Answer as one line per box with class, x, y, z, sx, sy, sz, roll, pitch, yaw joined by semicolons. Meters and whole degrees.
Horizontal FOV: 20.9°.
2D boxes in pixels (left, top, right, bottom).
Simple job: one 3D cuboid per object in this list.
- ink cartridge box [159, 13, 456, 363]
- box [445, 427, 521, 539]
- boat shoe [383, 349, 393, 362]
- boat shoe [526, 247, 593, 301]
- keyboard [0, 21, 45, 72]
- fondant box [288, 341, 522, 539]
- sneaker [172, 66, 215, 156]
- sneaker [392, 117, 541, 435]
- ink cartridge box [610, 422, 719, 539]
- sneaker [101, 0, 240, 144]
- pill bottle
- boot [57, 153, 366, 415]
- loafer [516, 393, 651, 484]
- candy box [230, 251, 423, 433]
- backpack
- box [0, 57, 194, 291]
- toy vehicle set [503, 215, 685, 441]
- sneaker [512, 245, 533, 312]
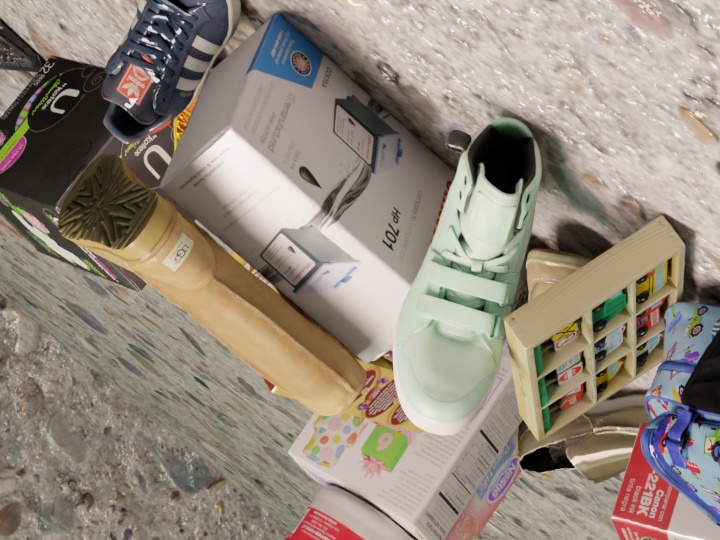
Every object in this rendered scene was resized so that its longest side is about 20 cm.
ink cartridge box;-0.027;-0.057;1.366;0.200;0.147;0.086;39;127;-19
box;0.079;0.151;1.707;0.102;0.201;0.095;21;158;41
boat shoe;0.000;0.000;1.502;0.200;0.072;0.076;45;-178;-1
boat shoe;0.155;0.044;1.426;0.072;0.065;0.200;14;161;17
keyboard;-0.390;-0.236;1.929;0.127;0.021;0.199;43;163;-28
fondant box;0.055;0.112;1.636;0.144;0.201;0.058;26;163;36
sneaker;-0.119;-0.110;1.586;0.073;0.077;0.200;31;164;23
sneaker;0.067;-0.002;1.257;0.073;0.202;0.118;13;157;4
ink cartridge box;0.304;0.200;1.485;0.198;0.084;0.145;12;157;23
sneaker;-0.144;-0.157;1.411;0.075;0.085;0.200;36;150;8
pill bottle;-0.041;0.287;1.598;0.112;0.201;0.112;33;167;9
boot;-0.106;0.014;1.355;0.200;0.066;0.175;40;179;-29
loafer;0.209;0.148;1.611;0.199;0.070;0.075;-2;143;46
candy box;-0.019;0.055;1.525;0.199;0.057;0.117;19;-151;-51
backpack;0.263;0.106;1.268;0.182;0.135;0.200;42;166;-25
box;-0.244;-0.091;1.786;0.199;0.149;0.124;19;157;50
toy vehicle set;0.160;0.044;1.324;0.027;0.124;0.200;55;174;22
sneaker;0.083;0.008;1.512;0.091;0.076;0.200;46;162;-2
